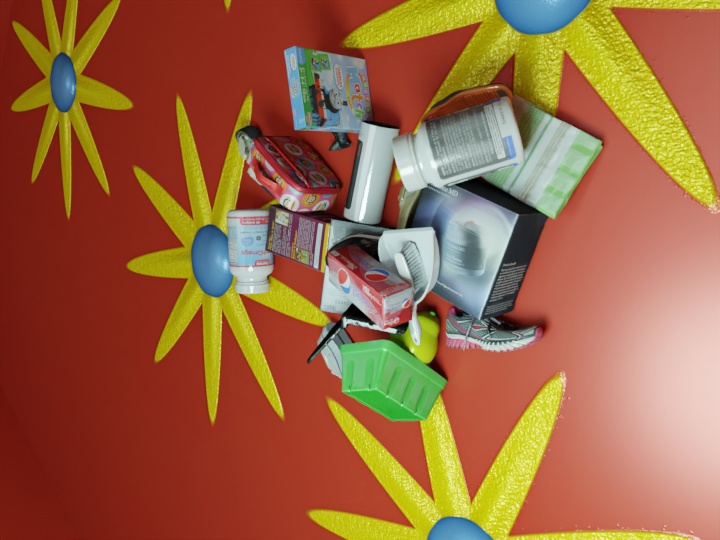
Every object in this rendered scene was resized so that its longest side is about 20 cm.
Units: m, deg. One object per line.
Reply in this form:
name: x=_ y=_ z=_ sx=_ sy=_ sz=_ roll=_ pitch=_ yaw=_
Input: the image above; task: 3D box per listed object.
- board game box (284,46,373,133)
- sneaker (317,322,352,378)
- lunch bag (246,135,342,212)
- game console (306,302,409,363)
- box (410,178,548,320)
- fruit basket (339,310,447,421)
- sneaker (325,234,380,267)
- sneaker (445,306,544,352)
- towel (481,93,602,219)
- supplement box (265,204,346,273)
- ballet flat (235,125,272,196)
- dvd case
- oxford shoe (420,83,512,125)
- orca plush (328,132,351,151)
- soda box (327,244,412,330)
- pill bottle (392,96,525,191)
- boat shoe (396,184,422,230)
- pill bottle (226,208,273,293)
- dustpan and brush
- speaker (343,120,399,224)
board game box: x=-0.057 y=-0.352 z=1.318 sx=0.037 sy=0.200 sz=0.152 roll=-7 pitch=92 yaw=42
sneaker: x=-0.031 y=0.210 z=1.474 sx=0.200 sy=0.073 sz=0.071 roll=60 pitch=139 yaw=30
lunch bag: x=-0.155 y=-0.211 z=1.445 sx=0.200 sy=0.176 sz=0.082 roll=49 pitch=125 yaw=26
game console: x=0.009 y=0.115 z=1.295 sx=0.175 sy=0.200 sz=0.117 roll=11 pitch=106 yaw=9
box: x=0.195 y=-0.050 z=1.187 sx=0.200 sy=0.123 sz=0.199 roll=31 pitch=114 yaw=35
fruit basket: x=0.076 y=0.174 z=1.308 sx=0.155 sy=0.215 sz=0.216 roll=-13 pitch=88 yaw=42
sneaker: x=0.013 y=-0.032 z=1.311 sx=0.199 sy=0.088 sz=0.076 roll=-8 pitch=101 yaw=21
sneaker: x=0.234 y=0.105 z=1.202 sx=0.200 sy=0.080 sz=0.075 roll=0 pitch=94 yaw=43
towel: x=0.288 y=-0.196 z=1.128 sx=0.200 sy=0.031 sz=0.150 roll=39 pitch=108 yaw=29
supplement box: x=-0.115 y=-0.076 z=1.488 sx=0.200 sy=0.086 sz=0.111 roll=20 pitch=110 yaw=38
ballet flat: x=-0.249 y=-0.260 z=1.597 sx=0.073 sy=0.073 sz=0.201 roll=-36 pitch=72 yaw=39
dvd case: x=0.000 y=0.000 z=1.388 sx=0.150 sy=0.025 sz=0.201 roll=10 pitch=106 yaw=7
oxford shoe: x=0.190 y=-0.299 z=1.174 sx=0.200 sy=0.073 sz=0.071 roll=-6 pitch=136 yaw=51
orca plush: x=-0.084 y=-0.352 z=1.415 sx=0.105 sy=0.071 sz=0.201 roll=30 pitch=132 yaw=57
soda box: x=0.014 y=0.026 z=1.201 sx=0.200 sy=0.063 sz=0.070 roll=39 pitch=137 yaw=50
pill bottle: x=0.160 y=-0.203 z=1.098 sx=0.199 sy=0.114 sz=0.114 roll=-15 pitch=86 yaw=14
boat shoe: x=0.110 y=-0.142 z=1.272 sx=0.066 sy=0.074 sz=0.201 roll=16 pitch=84 yaw=50
pill bottle: x=-0.266 y=-0.048 z=1.616 sx=0.109 sy=0.109 sz=0.201 roll=4 pitch=100 yaw=42
dustpan and brush: x=0.091 y=0.031 z=1.172 sx=0.139 sy=0.057 sz=0.201 roll=-1 pitch=110 yaw=50
speaker: x=0.023 y=-0.200 z=1.351 sx=0.081 sy=0.081 sz=0.201 roll=26 pitch=114 yaw=37
